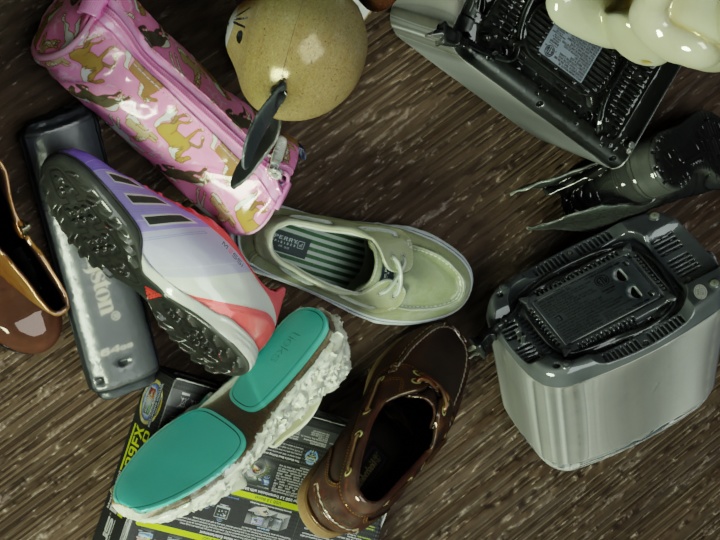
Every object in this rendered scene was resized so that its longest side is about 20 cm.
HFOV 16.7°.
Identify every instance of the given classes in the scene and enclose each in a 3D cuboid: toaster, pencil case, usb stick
[{"bbox_3d":[0.173,0.058,1.766,0.199,0.114,0.130,-27,140,-15],"label":"toaster"},{"bbox_3d":[0.135,-0.195,1.701,0.199,0.118,0.182,32,85,-30],"label":"toaster"},{"bbox_3d":[-0.126,-0.110,1.596,0.086,0.083,0.200,-34,120,25],"label":"pencil case"},{"bbox_3d":[-0.179,-0.012,1.626,0.055,0.033,0.202,-21,111,-23],"label":"usb stick"}]

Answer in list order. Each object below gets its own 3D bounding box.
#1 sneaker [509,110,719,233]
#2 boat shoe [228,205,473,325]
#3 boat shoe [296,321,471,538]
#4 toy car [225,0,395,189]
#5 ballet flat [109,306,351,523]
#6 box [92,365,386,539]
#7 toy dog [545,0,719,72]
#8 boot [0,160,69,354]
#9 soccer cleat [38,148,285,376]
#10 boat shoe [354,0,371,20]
[{"bbox_3d":[0.200,-0.068,1.797,0.199,0.104,0.060,-15,83,-59],"label":"sneaker"},{"bbox_3d":[0.000,0.000,1.707,0.199,0.062,0.073,12,96,-31],"label":"boat shoe"},{"bbox_3d":[0.031,0.106,1.700,0.070,0.070,0.200,41,50,-10],"label":"boat shoe"},{"bbox_3d":[-0.055,-0.153,1.516,0.156,0.164,0.202,15,83,-2],"label":"toy car"},{"bbox_3d":[-0.077,0.110,1.642,0.200,0.072,0.072,-42,117,-14],"label":"ballet flat"},{"bbox_3d":[-0.079,0.168,1.715,0.199,0.044,0.161,17,94,-30],"label":"box"},{"bbox_3d":[0.244,-0.172,1.582,0.194,0.200,0.140,43,81,-29],"label":"toy dog"},{"bbox_3d":[-0.212,-0.008,1.512,0.068,0.200,0.189,-30,114,-19],"label":"boot"},{"bbox_3d":[-0.129,-0.018,1.602,0.200,0.068,0.073,46,58,-23],"label":"soccer cleat"},{"bbox_3d":[-0.018,-0.204,1.643,0.200,0.071,0.069,-43,118,-10],"label":"boat shoe"}]
